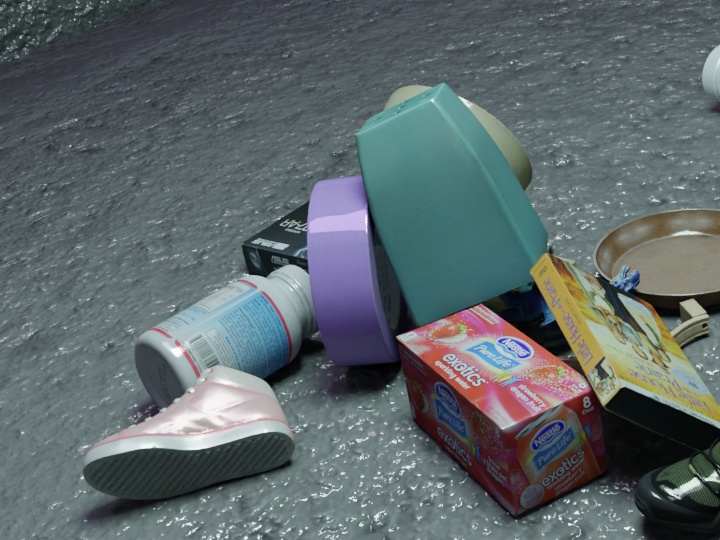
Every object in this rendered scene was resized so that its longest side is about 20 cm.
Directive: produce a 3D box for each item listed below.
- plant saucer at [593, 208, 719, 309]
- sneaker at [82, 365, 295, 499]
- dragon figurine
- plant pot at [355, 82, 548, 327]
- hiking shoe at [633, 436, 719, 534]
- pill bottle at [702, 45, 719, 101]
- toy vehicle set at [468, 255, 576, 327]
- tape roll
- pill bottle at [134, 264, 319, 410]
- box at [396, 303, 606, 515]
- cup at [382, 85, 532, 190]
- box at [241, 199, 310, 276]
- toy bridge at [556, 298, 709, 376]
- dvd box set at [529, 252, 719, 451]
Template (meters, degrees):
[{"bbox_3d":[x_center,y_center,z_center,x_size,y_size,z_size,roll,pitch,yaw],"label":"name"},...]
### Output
[{"bbox_3d":[0.361,-0.011,1.256,0.199,0.035,0.201,-11,28,6],"label":"plant saucer"},{"bbox_3d":[-0.170,0.154,1.099,0.199,0.076,0.105,-9,41,-11],"label":"sneaker"},{"bbox_3d":[0.197,0.042,1.172,0.200,0.059,0.099,-36,58,-10],"label":"dragon figurine"},{"bbox_3d":[0.085,-0.077,1.151,0.141,0.201,0.141,-22,14,18],"label":"plant pot"},{"bbox_3d":[0.311,0.141,0.906,0.199,0.101,0.076,-15,26,-6],"label":"hiking shoe"},{"bbox_3d":[0.578,-0.260,1.562,0.111,0.112,0.200,-26,30,-25],"label":"pill bottle"},{"bbox_3d":[0.137,0.008,1.324,0.200,0.027,0.124,16,38,44],"label":"toy vehicle set"},{"bbox_3d":[0.000,0.000,1.203,0.065,0.201,0.200,-6,27,11],"label":"tape roll"},{"bbox_3d":[-0.135,0.073,1.222,0.200,0.109,0.109,-31,32,-33],"label":"pill bottle"},{"bbox_3d":[0.124,0.120,1.033,0.099,0.096,0.200,-20,27,-18],"label":"box"},{"bbox_3d":[0.084,-0.100,1.347,0.200,0.200,0.144,14,63,41],"label":"cup"},{"bbox_3d":[-0.029,-0.035,1.460,0.199,0.044,0.160,13,36,41],"label":"box"},{"bbox_3d":[0.257,0.078,1.134,0.199,0.027,0.067,-15,28,-5],"label":"toy bridge"},{"bbox_3d":[0.243,0.073,1.018,0.146,0.029,0.200,24,26,-25],"label":"dvd box set"}]
